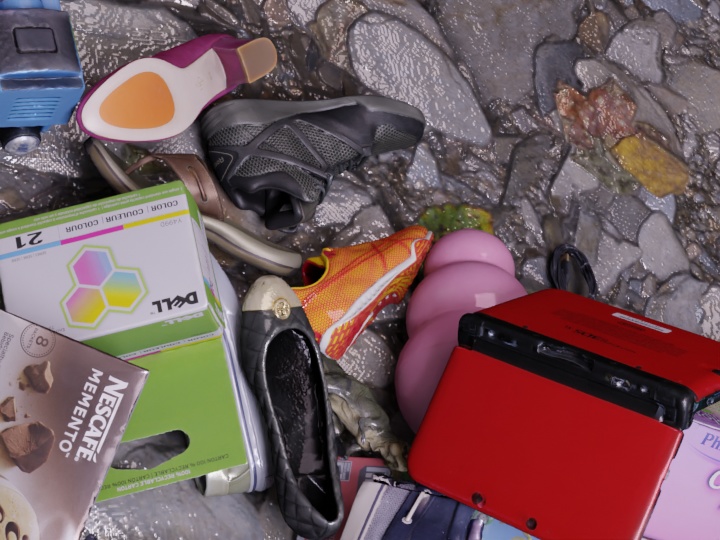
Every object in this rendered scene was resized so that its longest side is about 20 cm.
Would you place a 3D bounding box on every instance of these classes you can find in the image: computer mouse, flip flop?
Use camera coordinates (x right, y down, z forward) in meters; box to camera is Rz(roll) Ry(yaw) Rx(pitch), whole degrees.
[{"bbox_3d":[0.176,0.060,1.366,0.058,0.034,0.201,16,52,0],"label":"computer mouse"},{"bbox_3d":[-0.128,-0.058,1.219,0.199,0.081,0.058,28,97,-16],"label":"flip flop"}]

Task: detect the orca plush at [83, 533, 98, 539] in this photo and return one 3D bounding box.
[{"bbox_3d":[-0.119,0.238,1.110,0.199,0.071,0.106,15,104,-10],"label":"orca plush"}]

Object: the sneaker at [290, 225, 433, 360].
[{"bbox_3d":[0.000,0.000,1.256,0.077,0.073,0.200,34,32,14],"label":"sneaker"}]

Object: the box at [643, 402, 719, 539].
[{"bbox_3d":[0.254,0.144,1.224,0.175,0.200,0.097,20,99,-25],"label":"box"}]

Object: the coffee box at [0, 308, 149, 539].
[{"bbox_3d":[-0.230,0.138,1.024,0.113,0.080,0.201,24,79,-7],"label":"coffee box"}]

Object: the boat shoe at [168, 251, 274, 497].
[{"bbox_3d":[-0.117,0.075,1.173,0.062,0.072,0.201,-12,73,-28],"label":"boat shoe"}]

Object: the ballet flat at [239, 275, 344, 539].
[{"bbox_3d":[-0.043,0.099,1.136,0.066,0.057,0.201,-8,80,-31],"label":"ballet flat"}]

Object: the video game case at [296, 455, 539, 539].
[{"bbox_3d":[0.049,0.211,1.156,0.199,0.017,0.144,2,58,12],"label":"video game case"}]

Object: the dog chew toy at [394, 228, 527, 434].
[{"bbox_3d":[0.091,0.051,1.271,0.124,0.125,0.201,18,50,-19],"label":"dog chew toy"}]

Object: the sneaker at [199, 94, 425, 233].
[{"bbox_3d":[-0.030,-0.088,1.301,0.199,0.076,0.115,-6,70,-27],"label":"sneaker"}]

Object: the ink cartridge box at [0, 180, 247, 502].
[{"bbox_3d":[-0.172,0.054,1.113,0.147,0.076,0.201,-14,69,-1],"label":"ink cartridge box"}]

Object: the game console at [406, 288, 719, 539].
[{"bbox_3d":[0.162,0.105,1.112,0.172,0.200,0.119,-15,117,-45],"label":"game console"}]

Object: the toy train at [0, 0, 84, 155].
[{"bbox_3d":[-0.274,-0.192,1.196,0.086,0.114,0.201,-4,68,-30],"label":"toy train"}]

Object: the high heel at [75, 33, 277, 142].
[{"bbox_3d":[-0.166,-0.149,1.241,0.200,0.096,0.068,-35,114,-38],"label":"high heel"}]

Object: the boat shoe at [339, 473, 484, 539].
[{"bbox_3d":[0.023,0.239,1.086,0.092,0.075,0.201,6,58,24],"label":"boat shoe"}]

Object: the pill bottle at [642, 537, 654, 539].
[{"bbox_3d":[0.204,0.236,1.235,0.199,0.114,0.115,22,57,-17],"label":"pill bottle"}]

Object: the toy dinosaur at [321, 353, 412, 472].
[{"bbox_3d":[-0.028,0.101,1.209,0.088,0.048,0.200,-16,52,-26],"label":"toy dinosaur"}]
